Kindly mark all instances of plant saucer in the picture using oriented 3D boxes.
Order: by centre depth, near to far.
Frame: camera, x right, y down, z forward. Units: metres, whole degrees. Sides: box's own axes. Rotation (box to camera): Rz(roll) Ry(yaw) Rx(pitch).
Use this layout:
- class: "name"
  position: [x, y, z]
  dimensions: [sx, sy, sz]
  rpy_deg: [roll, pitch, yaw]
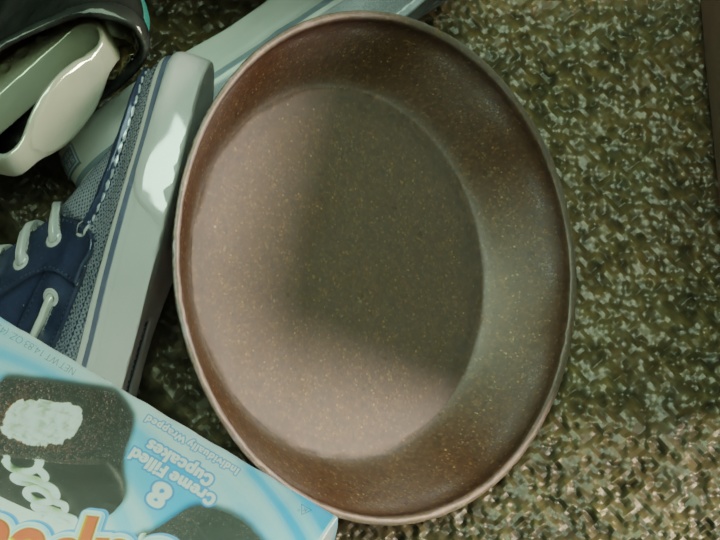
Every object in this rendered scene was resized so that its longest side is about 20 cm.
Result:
- class: "plant saucer"
  position: [0.000, 0.000, 1.157]
  dimensions: [0.200, 0.037, 0.202]
  rpy_deg: [5, 81, -38]

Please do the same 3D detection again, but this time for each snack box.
- class: "snack box"
  position: [-0.122, 0.091, 1.070]
  dimensions: [0.199, 0.037, 0.116]
  rpy_deg: [29, 67, 10]

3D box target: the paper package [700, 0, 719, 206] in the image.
- class: "paper package"
  position: [0.205, -0.061, 1.156]
  dimensions: [0.103, 0.191, 0.201]
  rpy_deg: [-1, 70, -5]

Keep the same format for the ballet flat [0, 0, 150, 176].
- class: "ballet flat"
  position: [-0.162, -0.048, 1.127]
  dimensions: [0.200, 0.068, 0.068]
  rpy_deg: [-42, 43, -5]

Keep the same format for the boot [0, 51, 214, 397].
- class: "boot"
  position: [-0.123, 0.004, 1.140]
  dimensions: [0.090, 0.073, 0.201]
  rpy_deg: [17, 91, 5]

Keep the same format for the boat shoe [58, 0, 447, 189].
- class: "boat shoe"
  position: [-0.025, -0.073, 1.213]
  dimensions: [0.200, 0.070, 0.072]
  rpy_deg: [-33, 85, -11]
